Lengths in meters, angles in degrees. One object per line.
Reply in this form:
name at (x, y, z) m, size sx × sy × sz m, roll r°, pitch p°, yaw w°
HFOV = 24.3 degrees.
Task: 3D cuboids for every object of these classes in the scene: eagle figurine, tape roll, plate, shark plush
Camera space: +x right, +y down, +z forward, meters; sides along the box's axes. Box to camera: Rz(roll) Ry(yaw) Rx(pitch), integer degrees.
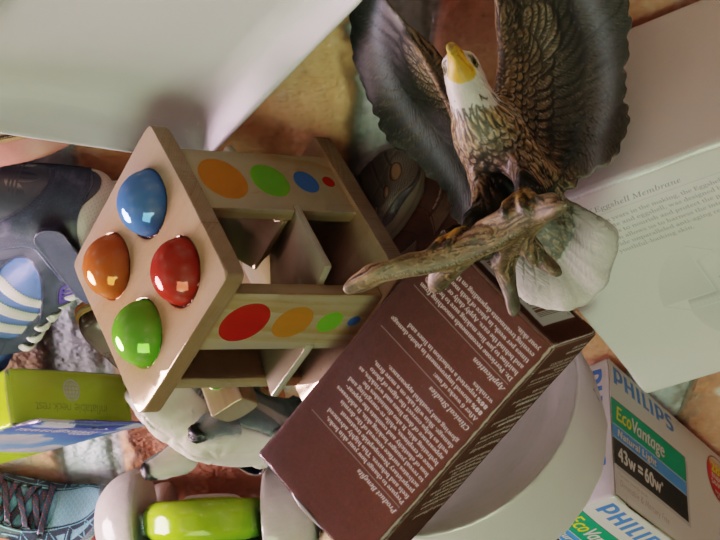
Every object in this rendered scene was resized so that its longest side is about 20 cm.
eagle figurine at (0.071, -0.086, 0.912) m, size 0.151 × 0.200 × 0.151 m, roll 7°, pitch 139°, yaw -8°
tape roll at (0.067, 0.110, 1.154) m, size 0.202 × 0.203 × 0.071 m, roll -14°, pitch 138°, yaw 19°
plate at (-0.125, -0.134, 0.935) m, size 0.200 × 0.032 × 0.200 m, roll 7°, pitch 148°, yaw -36°
shark plush at (-0.073, 0.093, 1.199) m, size 0.200 × 0.083 × 0.091 m, roll -1°, pitch 155°, yaw -22°

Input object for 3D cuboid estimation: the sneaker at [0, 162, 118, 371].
sneaker at (-0.198, 0.011, 1.135) m, size 0.146 × 0.081 × 0.200 m, roll 10°, pitch 135°, yaw -3°

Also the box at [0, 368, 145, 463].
box at (-0.267, 0.112, 1.234) m, size 0.200 × 0.048 × 0.122 m, roll -17°, pitch 166°, yaw 33°

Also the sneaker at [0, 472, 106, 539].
sneaker at (-0.298, 0.208, 1.386) m, size 0.200 × 0.079 × 0.096 m, roll -12°, pitch 137°, yaw 16°

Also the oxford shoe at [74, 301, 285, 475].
oxford shoe at (-0.130, 0.084, 1.229) m, size 0.071 × 0.073 × 0.200 m, roll -29°, pitch 132°, yaw 33°

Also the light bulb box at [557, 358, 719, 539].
light bulb box at (0.165, 0.194, 1.313) m, size 0.200 × 0.125 × 0.198 m, roll -25°, pitch 134°, yaw 31°

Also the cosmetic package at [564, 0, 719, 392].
cosmetic package at (0.216, -0.050, 1.010) m, size 0.199 × 0.123 × 0.200 m, roll -20°, pitch 138°, yaw 25°

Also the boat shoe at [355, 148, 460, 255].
boat shoe at (0.000, 0.000, 1.122) m, size 0.072 × 0.076 × 0.200 m, roll 21°, pitch 139°, yaw -25°

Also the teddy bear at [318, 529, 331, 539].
teddy bear at (0.009, 0.215, 1.334) m, size 0.067 × 0.145 × 0.200 m, roll -1°, pitch 137°, yaw 10°

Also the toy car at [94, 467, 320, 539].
toy car at (-0.112, 0.236, 1.332) m, size 0.175 × 0.150 × 0.200 m, roll -3°, pitch 165°, yaw 7°

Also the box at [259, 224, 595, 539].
box at (0.039, 0.077, 1.022) m, size 0.200 × 0.100 × 0.075 m, roll -50°, pitch 161°, yaw 23°

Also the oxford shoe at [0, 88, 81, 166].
oxford shoe at (-0.271, -0.100, 1.028) m, size 0.200 × 0.071 × 0.074 m, roll -10°, pitch 119°, yaw 9°

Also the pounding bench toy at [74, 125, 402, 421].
pounding bench toy at (-0.099, 0.026, 1.047) m, size 0.156 × 0.124 × 0.200 m, roll 0°, pitch 137°, yaw -39°
